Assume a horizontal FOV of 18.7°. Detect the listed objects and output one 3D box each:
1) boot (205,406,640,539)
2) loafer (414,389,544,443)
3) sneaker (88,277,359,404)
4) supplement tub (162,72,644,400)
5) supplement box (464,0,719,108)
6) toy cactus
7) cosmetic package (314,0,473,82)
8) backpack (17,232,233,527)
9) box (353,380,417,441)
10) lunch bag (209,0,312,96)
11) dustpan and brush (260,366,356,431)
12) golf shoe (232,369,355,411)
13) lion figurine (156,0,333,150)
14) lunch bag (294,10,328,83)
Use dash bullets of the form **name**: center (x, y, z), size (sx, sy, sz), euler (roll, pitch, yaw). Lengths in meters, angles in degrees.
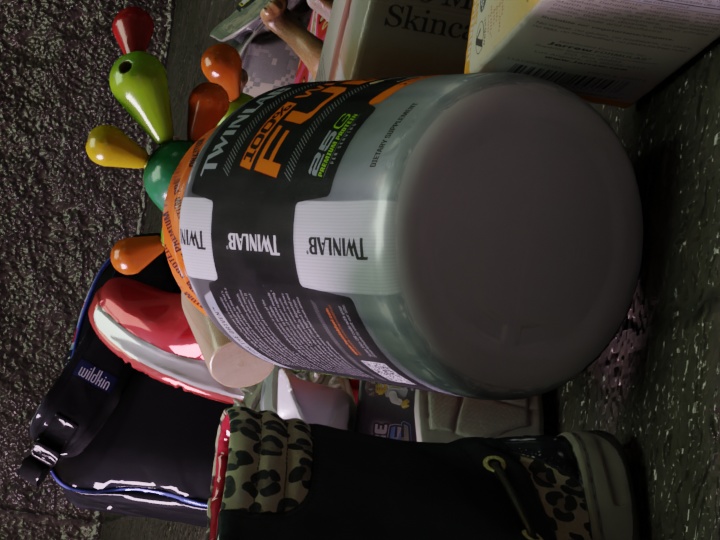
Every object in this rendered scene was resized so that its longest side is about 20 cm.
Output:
- **boot**: center (0.021, 0.133, 0.747), size (0.074, 0.154, 0.204), euler (110, 165, -46)
- **loafer**: center (0.048, 0.119, 0.895), size (0.063, 0.072, 0.200), euler (84, -169, -48)
- **sneaker**: center (-0.048, 0.016, 1.189), size (0.078, 0.200, 0.116), euler (-24, -46, -67)
- **supplement tub**: center (0.008, -0.016, 0.874), size (0.200, 0.122, 0.123), euler (4, 85, 57)
- **supplement box**: center (0.099, -0.146, 0.784), size (0.200, 0.073, 0.126), euler (137, 140, -73)
- **toy cactus**: center (-0.075, -0.012, 1.042), size (0.165, 0.102, 0.200), euler (-104, 1, -48)
- **cosmetic package**: center (0.045, -0.127, 0.985), size (0.087, 0.103, 0.200), euler (-100, 20, -58)
- **backpack**: center (-0.104, 0.074, 1.448), size (0.154, 0.200, 0.191), euler (88, -169, -73)
- **box**: center (0.020, 0.106, 1.000), size (0.110, 0.035, 0.200), euler (47, -131, -74)
- **lunch bag**: center (-0.045, -0.121, 1.436), size (0.164, 0.118, 0.200), euler (-133, 58, -79)
- **dustpan and brush**: center (-0.030, 0.091, 1.017), size (0.200, 0.057, 0.140), euler (-71, -14, -65)
- **golf shoe**: center (-0.019, 0.136, 1.117), size (0.097, 0.078, 0.200), euler (30, -127, -53)
- **lion figurine**: center (-0.017, -0.075, 1.148), size (0.072, 0.122, 0.200), euler (-43, -4, -47)
- **lunch bag**: center (-0.009, -0.066, 1.280), size (0.176, 0.082, 0.200), euler (-105, 25, -67)
